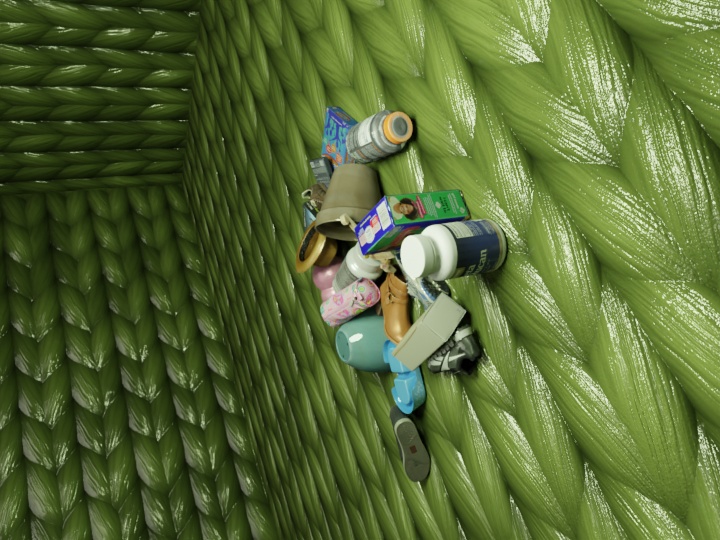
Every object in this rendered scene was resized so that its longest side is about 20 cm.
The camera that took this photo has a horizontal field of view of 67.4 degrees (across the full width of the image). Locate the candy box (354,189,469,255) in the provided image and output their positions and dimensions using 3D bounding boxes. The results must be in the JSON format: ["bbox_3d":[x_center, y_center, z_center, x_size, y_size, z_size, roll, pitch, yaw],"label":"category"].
[{"bbox_3d":[0.111,-0.107,1.203,0.169,0.198,0.078,-40,64,59],"label":"candy box"}]

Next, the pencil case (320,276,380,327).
[{"bbox_3d":[-0.032,0.090,1.494,0.199,0.087,0.088,-32,69,48],"label":"pencil case"}]

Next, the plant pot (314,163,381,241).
[{"bbox_3d":[-0.021,-0.188,1.468,0.200,0.198,0.176,-19,65,62],"label":"plant pot"}]

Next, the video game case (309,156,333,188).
[{"bbox_3d":[-0.100,-0.252,1.681,0.143,0.019,0.202,19,131,67],"label":"video game case"}]

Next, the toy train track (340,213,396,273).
[{"bbox_3d":[0.015,-0.059,1.360,0.200,0.033,0.114,48,158,-19],"label":"toy train track"}]

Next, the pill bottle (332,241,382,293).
[{"bbox_3d":[0.000,0.000,1.536,0.115,0.113,0.200,67,150,24],"label":"pill bottle"}]

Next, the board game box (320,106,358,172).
[{"bbox_3d":[-0.064,-0.367,1.622,0.152,0.045,0.202,50,140,44],"label":"board game box"}]

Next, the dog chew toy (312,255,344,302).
[{"bbox_3d":[-0.074,0.060,1.697,0.124,0.123,0.202,-18,90,62],"label":"dog chew toy"}]

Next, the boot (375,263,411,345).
[{"bbox_3d":[0.106,0.095,1.412,0.200,0.073,0.156,53,137,38],"label":"boot"}]

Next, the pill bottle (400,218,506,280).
[{"bbox_3d":[0.185,-0.039,1.084,0.111,0.198,0.112,28,122,57],"label":"pill bottle"}]

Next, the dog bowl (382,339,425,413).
[{"bbox_3d":[0.119,0.277,1.448,0.111,0.049,0.202,-19,85,65],"label":"dog bowl"}]

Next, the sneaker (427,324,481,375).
[{"bbox_3d":[0.216,0.209,1.239,0.091,0.066,0.201,59,149,22],"label":"sneaker"}]

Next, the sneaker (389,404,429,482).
[{"bbox_3d":[0.135,0.470,1.480,0.106,0.074,0.202,-120,15,-74],"label":"sneaker"}]

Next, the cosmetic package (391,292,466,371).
[{"bbox_3d":[0.156,0.148,1.263,0.073,0.104,0.200,38,146,6],"label":"cosmetic package"}]

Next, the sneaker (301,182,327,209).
[{"bbox_3d":[-0.111,-0.201,1.623,0.200,0.075,0.071,43,151,52],"label":"sneaker"}]

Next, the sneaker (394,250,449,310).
[{"bbox_3d":[0.136,0.024,1.331,0.201,0.076,0.086,59,149,36],"label":"sneaker"}]

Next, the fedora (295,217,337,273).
[{"bbox_3d":[-0.123,-0.067,1.615,0.201,0.081,0.202,-48,29,38],"label":"fedora"}]

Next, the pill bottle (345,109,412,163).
[{"bbox_3d":[0.049,-0.337,1.354,0.199,0.105,0.108,-1,97,62],"label":"pill bottle"}]

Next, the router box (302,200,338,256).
[{"bbox_3d":[-0.131,-0.111,1.776,0.150,0.062,0.202,49,147,47],"label":"router box"}]

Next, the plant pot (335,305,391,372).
[{"bbox_3d":[0.006,0.205,1.561,0.200,0.133,0.203,25,119,57],"label":"plant pot"}]
